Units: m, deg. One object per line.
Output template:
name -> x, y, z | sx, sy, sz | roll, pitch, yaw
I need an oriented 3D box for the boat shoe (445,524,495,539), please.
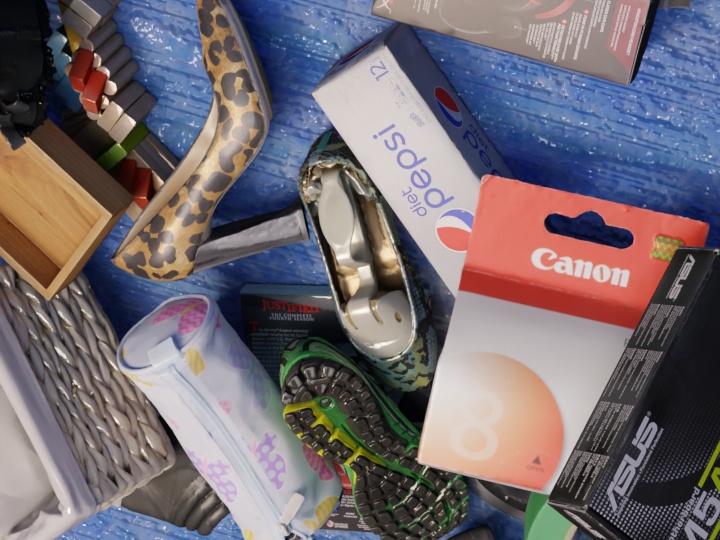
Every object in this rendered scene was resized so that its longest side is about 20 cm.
boat shoe -> 0.117, 0.272, 1.659 | 0.066, 0.070, 0.200 | -31, 111, 0

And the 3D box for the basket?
basket -> -0.244, 0.097, 1.610 | 0.135, 0.123, 0.200 | -34, 82, 43

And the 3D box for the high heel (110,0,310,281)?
high heel -> -0.128, -0.093, 1.532 | 0.142, 0.071, 0.200 | -15, 105, 3

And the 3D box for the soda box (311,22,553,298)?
soda box -> 0.054, -0.069, 1.515 | 0.068, 0.063, 0.200 | -31, 103, 25

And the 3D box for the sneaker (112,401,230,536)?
sneaker -> -0.114, 0.118, 1.656 | 0.099, 0.071, 0.200 | 25, 122, -1

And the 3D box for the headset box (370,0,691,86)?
headset box -> 0.121, -0.216, 1.418 | 0.200, 0.075, 0.149 | 16, 118, 9

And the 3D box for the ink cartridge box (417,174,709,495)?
ink cartridge box -> 0.137, 0.051, 1.472 | 0.162, 0.050, 0.200 | 13, 106, 4

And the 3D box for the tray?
tray -> -0.263, -0.083, 1.558 | 0.200, 0.037, 0.099 | 43, 127, 3

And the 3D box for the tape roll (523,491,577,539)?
tape roll -> 0.217, 0.199, 1.571 | 0.200, 0.048, 0.201 | 2, 119, 4

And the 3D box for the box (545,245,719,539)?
box -> 0.238, 0.117, 1.452 | 0.193, 0.200, 0.047 | 40, 162, -32

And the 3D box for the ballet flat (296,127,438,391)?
ballet flat -> 0.000, 0.000, 1.546 | 0.074, 0.074, 0.200 | -16, 101, 23

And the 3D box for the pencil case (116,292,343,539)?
pencil case -> -0.093, 0.111, 1.569 | 0.083, 0.091, 0.200 | -20, 119, 22

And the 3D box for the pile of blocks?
pile of blocks -> -0.192, -0.118, 1.567 | 0.082, 0.062, 0.200 | -12, 110, 21

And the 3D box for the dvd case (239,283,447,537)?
dvd case -> -0.011, 0.106, 1.642 | 0.146, 0.022, 0.200 | 1, 115, 16

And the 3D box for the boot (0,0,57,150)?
boot -> -0.294, -0.177, 1.487 | 0.162, 0.199, 0.073 | -1, 156, -17

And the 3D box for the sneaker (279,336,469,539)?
sneaker -> 0.012, 0.120, 1.593 | 0.078, 0.085, 0.200 | -32, 118, 9

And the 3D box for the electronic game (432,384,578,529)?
electronic game -> 0.150, 0.102, 1.579 | 0.200, 0.042, 0.200 | 4, 120, 7
